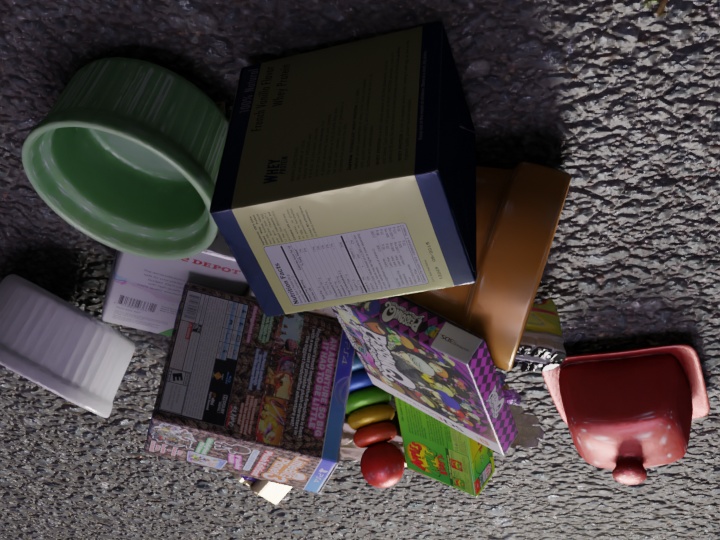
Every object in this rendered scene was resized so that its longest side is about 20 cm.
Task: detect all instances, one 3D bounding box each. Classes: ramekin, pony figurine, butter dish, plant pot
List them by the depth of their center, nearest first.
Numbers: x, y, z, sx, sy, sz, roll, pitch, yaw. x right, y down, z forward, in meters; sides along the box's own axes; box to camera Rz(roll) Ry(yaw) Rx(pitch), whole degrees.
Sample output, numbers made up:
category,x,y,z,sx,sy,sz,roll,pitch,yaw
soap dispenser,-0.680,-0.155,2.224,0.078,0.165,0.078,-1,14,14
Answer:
category,x,y,z,sx,sy,sz,roll,pitch,yaw
ramekin,-0.215,-0.110,1.134,0.197,0.099,0.201,14,148,9
plant pot,0.095,-0.025,1.173,0.180,0.202,0.201,18,148,9
ramekin,-0.369,0.088,1.416,0.198,0.099,0.201,28,170,5
pony figurine,0.140,0.135,1.448,0.190,0.169,0.200,7,163,12
butter dish,0.339,0.198,1.489,0.197,0.150,0.200,-7,144,20

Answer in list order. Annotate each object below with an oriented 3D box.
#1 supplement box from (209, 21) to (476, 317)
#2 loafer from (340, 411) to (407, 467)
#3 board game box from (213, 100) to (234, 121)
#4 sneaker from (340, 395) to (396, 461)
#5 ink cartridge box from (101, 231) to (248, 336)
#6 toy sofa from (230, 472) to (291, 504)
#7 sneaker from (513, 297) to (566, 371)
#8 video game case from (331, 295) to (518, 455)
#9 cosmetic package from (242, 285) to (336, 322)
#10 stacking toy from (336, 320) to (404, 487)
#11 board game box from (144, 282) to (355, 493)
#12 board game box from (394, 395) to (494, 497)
category,x,y,z,sx,sy,sz,roll,pitch,yaw
supplement box,-0.007,-0.089,1.042,0.196,0.202,0.135,-10,135,15
loafer,0.041,0.219,1.490,0.197,0.076,0.068,17,112,-11
board game box,-0.072,-0.125,1.186,0.196,0.024,0.105,4,148,3
sneaker,-0.001,0.204,1.567,0.198,0.069,0.108,0,-170,-23
ink cartridge box,-0.201,-0.008,1.320,0.143,0.089,0.200,14,147,-13
toy sofa,-0.155,0.200,1.523,0.083,0.200,0.098,-46,142,-3
sneaker,0.141,0.054,1.357,0.196,0.092,0.078,13,150,-6
video game case,0.063,0.094,1.188,0.180,0.036,0.201,26,158,30
cosmetic package,-0.090,0.044,1.341,0.102,0.074,0.200,16,147,-11
stacking toy,0.011,0.160,1.413,0.084,0.203,0.085,-15,165,-4
board game box,-0.115,0.127,1.257,0.197,0.162,0.097,15,149,-8
board game box,0.094,0.161,1.351,0.100,0.048,0.202,18,136,32
